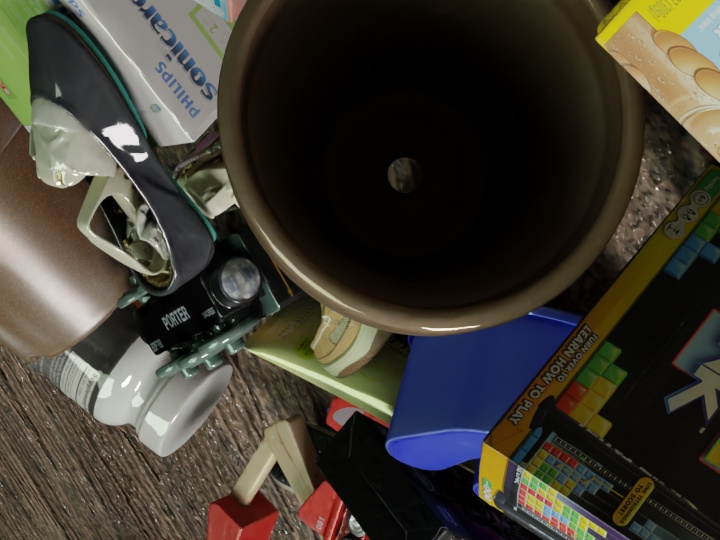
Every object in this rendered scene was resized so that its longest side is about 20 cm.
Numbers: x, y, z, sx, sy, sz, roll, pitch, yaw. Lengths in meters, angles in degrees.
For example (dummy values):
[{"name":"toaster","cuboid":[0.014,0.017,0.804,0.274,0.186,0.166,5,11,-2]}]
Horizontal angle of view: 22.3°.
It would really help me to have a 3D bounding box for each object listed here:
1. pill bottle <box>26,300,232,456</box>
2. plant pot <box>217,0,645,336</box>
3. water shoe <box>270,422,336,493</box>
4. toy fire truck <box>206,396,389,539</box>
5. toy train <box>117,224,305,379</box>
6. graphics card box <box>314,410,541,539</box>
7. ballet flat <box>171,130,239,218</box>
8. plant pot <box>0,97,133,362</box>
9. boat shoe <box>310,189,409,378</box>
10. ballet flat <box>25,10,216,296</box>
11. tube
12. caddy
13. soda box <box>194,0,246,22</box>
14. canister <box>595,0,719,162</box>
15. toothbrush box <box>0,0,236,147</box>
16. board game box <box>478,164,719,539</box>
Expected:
[{"name":"pill bottle","cuboid":[-0.209,0.054,1.494,0.199,0.117,0.117,37,155,11]},{"name":"plant pot","cuboid":[0.031,-0.062,0.910,0.200,0.201,0.175,41,173,4]},{"name":"water shoe","cuboid":[0.021,0.173,1.421,0.199,0.072,0.079,26,177,32]},{"name":"toy fire truck","cuboid":[-0.034,0.156,1.367,0.140,0.049,0.202,32,118,29]},{"name":"toy train","cuboid":[-0.092,0.012,1.256,0.086,0.113,0.200,60,155,0]},{"name":"graphics card box","cuboid":[0.069,0.178,1.219,0.199,0.051,0.126,31,-166,-43]},{"name":"ballet flat","cuboid":[-0.067,-0.062,1.153,0.069,0.071,0.199,51,154,-16]},{"name":"plant pot","cuboid":[-0.266,-0.050,1.343,0.198,0.201,0.199,47,156,-25]},{"name":"boat shoe","cuboid":[0.000,0.000,1.149,0.076,0.072,0.200,31,145,-4]},{"name":"ballet flat","cuboid":[-0.153,-0.060,1.093,0.073,0.073,0.201,16,147,44]},{"name":"tube","cuboid":[0.019,0.075,1.247,0.199,0.052,0.058,29,-173,22]},{"name":"caddy","cuboid":[0.103,0.074,1.082,0.140,0.106,0.200,26,161,-21]},{"name":"soda box","cuboid":[-0.075,-0.222,0.918,0.063,0.068,0.201,32,154,20]},{"name":"canister","cuboid":[0.203,-0.068,0.728,0.200,0.087,0.149,44,155,1]},{"name":"toothbrush box","cuboid":[-0.170,-0.155,1.144,0.146,0.086,0.199,52,155,-22]},{"name":"board game box","cuboid":[0.176,0.066,0.842,0.164,0.200,0.057,31,151,22]}]
